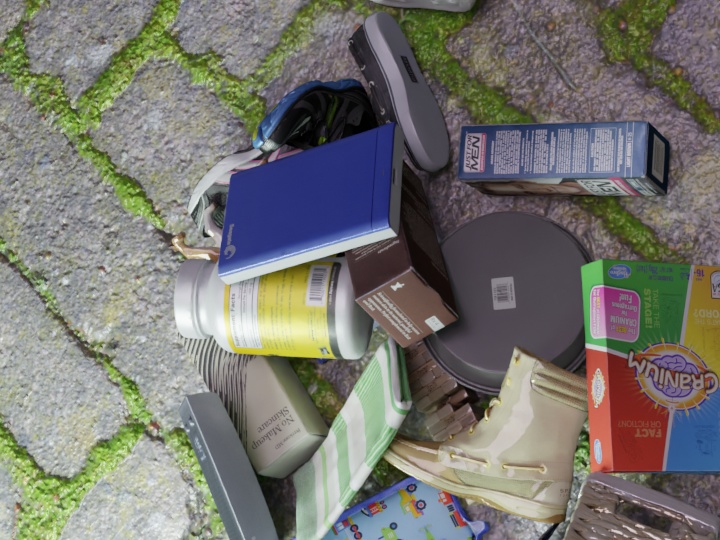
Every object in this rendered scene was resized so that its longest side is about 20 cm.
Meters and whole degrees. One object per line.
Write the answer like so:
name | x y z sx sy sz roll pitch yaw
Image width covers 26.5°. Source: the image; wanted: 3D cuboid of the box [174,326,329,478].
box | -0.119 0.125 1.691 0.082 0.068 0.201 -39 67 12

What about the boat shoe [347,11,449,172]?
boat shoe | 0.041 -0.190 1.685 0.056 0.068 0.202 -33 65 32

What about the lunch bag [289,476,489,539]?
lunch bag | 0.043 0.308 1.581 0.199 0.094 0.151 -31 67 6

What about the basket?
basket | 0.237 0.313 1.408 0.134 0.123 0.202 19 122 16

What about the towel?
towel | -0.011 0.178 1.562 0.023 0.153 0.201 29 109 -16

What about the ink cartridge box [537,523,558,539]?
ink cartridge box | 0.141 0.339 1.461 0.043 0.196 0.201 36 97 13

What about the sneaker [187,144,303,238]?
sneaker | -0.107 -0.098 1.723 0.200 0.080 0.087 -40 68 14

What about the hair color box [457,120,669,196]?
hair color box | 0.209 -0.113 1.569 0.198 0.100 0.061 1 82 25

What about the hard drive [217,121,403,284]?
hard drive | -0.051 -0.068 1.551 0.198 0.025 0.133 -16 50 25

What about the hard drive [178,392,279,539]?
hard drive | -0.140 0.229 1.643 0.042 0.135 0.202 -21 82 -14

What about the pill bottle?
pill bottle | -0.091 0.033 1.614 0.198 0.112 0.114 3 81 15

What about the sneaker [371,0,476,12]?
sneaker | 0.067 -0.374 1.702 0.198 0.081 0.148 15 79 29

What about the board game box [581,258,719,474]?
board game box | 0.292 0.095 1.474 0.040 0.151 0.203 154 116 -65

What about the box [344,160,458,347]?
box | 0.031 -0.033 1.559 0.074 0.100 0.201 -29 45 16

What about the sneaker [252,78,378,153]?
sneaker | -0.041 -0.156 1.642 0.071 0.199 0.083 -38 80 34

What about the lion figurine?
lion figurine | -0.110 -0.039 1.681 0.199 0.073 0.123 -36 98 27

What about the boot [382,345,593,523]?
boot | 0.126 0.147 1.505 0.198 0.073 0.157 17 94 18

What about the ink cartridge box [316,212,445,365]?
ink cartridge box | 0.000 0.000 1.678 0.199 0.042 0.120 -37 67 16

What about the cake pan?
cake pan | 0.152 0.028 1.574 0.198 0.037 0.203 -3 71 9

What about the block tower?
block tower | 0.095 0.146 1.598 0.058 0.054 0.201 -33 68 15
